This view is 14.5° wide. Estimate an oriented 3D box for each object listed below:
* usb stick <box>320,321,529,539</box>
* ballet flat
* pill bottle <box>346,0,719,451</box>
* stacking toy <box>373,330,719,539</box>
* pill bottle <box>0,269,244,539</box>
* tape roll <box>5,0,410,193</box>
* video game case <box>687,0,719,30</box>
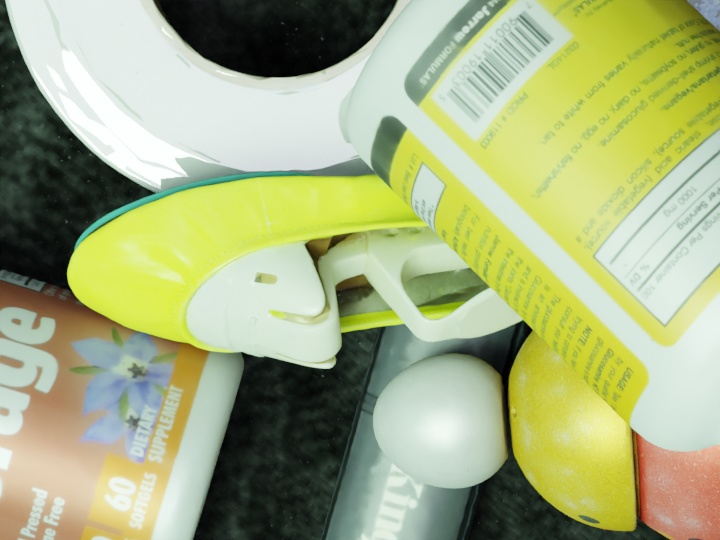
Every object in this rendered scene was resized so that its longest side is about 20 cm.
[{"bbox_3d":[0.014,0.097,1.070,0.055,0.033,0.201,16,93,-3],"label":"usb stick"},{"bbox_3d":[0.000,0.000,0.985,0.199,0.067,0.067,-9,49,-10],"label":"ballet flat"},{"bbox_3d":[0.099,-0.016,0.916,0.112,0.112,0.200,-45,75,2],"label":"pill bottle"},{"bbox_3d":[0.104,0.049,1.023,0.199,0.146,0.147,-4,93,7],"label":"stacking toy"},{"bbox_3d":[-0.151,0.052,1.024,0.199,0.112,0.113,17,93,-2],"label":"pill bottle"},{"bbox_3d":[-0.030,-0.118,1.038,0.201,0.071,0.204,0,93,-1],"label":"tape roll"},{"bbox_3d":[0.186,-0.146,0.981,0.181,0.023,0.201,1,95,-2],"label":"video game case"}]
